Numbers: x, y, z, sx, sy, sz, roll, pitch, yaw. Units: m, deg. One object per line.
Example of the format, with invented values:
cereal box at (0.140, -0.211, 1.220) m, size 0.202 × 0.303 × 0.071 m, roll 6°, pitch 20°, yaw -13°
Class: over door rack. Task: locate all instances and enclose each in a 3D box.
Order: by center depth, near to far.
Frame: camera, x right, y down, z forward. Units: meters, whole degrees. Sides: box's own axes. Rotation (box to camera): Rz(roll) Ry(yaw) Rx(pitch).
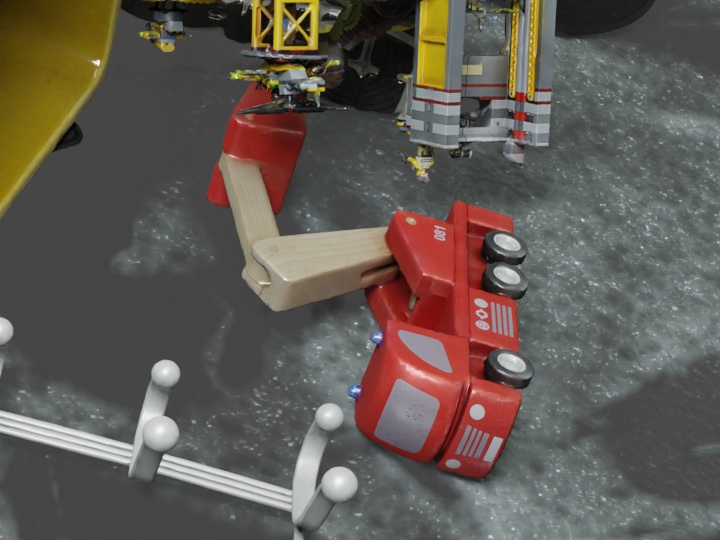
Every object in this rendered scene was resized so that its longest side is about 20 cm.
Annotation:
over door rack at (-0.080, 0.095, 0.794) m, size 0.148 × 0.067 × 0.200 m, roll 15°, pitch 34°, yaw -7°

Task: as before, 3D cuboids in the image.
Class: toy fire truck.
toy fire truck at (0.000, 0.000, 0.983) m, size 0.141 × 0.049 × 0.200 m, roll 16°, pitch 34°, yaw -8°

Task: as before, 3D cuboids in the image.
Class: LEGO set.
LEGO set at (-0.005, -0.100, 1.013) m, size 0.200 × 0.116 × 0.154 m, roll -5°, pitch 12°, yaw -41°

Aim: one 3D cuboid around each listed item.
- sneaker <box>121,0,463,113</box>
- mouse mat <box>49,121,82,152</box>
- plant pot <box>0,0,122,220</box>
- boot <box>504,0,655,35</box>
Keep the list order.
sneaker at (-0.035, -0.148, 1.154) m, size 0.200 × 0.077 × 0.085 m, roll 24°, pitch 25°, yaw 1°
mouse mat at (-0.242, -0.078, 1.003) m, size 0.161 × 0.008 × 0.200 m, roll 38°, pitch 38°, yaw 23°
plant pot at (-0.217, -0.149, 0.952) m, size 0.200 × 0.196 × 0.194 m, roll 17°, pitch 34°, yaw 5°
boot at (0.064, -0.212, 1.324) m, size 0.188 × 0.069 × 0.200 m, roll -1°, pitch 32°, yaw -17°
